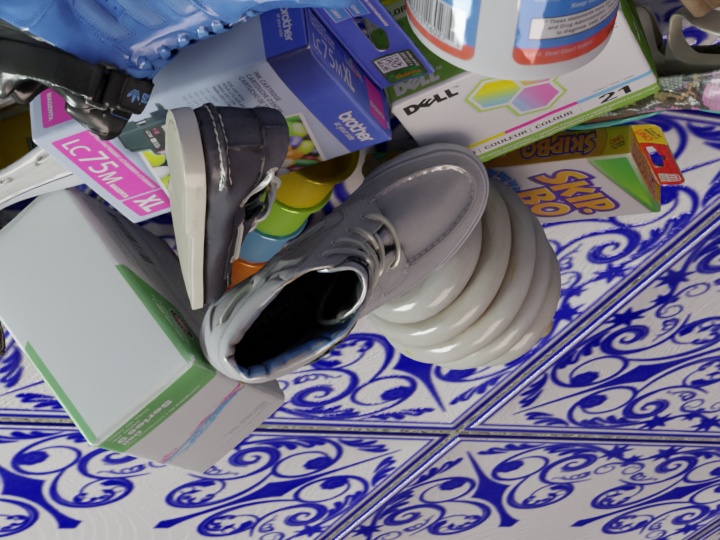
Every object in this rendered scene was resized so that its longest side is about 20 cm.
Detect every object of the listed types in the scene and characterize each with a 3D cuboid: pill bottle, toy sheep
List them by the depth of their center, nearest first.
[{"bbox_3d":[0.083,-0.203,0.949,0.111,0.113,0.201,-7,134,-14],"label":"pill bottle"},{"bbox_3d":[0.061,-0.001,1.254,0.137,0.139,0.199,-32,144,31],"label":"toy sheep"}]

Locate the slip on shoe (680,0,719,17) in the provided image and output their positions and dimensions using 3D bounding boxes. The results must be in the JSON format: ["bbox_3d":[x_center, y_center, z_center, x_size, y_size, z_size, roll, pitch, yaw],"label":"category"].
[{"bbox_3d":[0.161,-0.191,1.094,0.060,0.076,0.199,-38,153,27],"label":"slip on shoe"}]

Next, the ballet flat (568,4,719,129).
[{"bbox_3d":[0.195,-0.128,1.208,0.199,0.072,0.069,3,-147,44],"label":"ballet flat"}]

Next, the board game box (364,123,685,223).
[{"bbox_3d":[0.111,-0.059,1.308,0.198,0.030,0.096,-8,156,19],"label":"board game box"}]

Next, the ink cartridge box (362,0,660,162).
[{"bbox_3d":[0.072,-0.148,1.121,0.147,0.076,0.200,-22,154,13],"label":"ink cartridge box"}]

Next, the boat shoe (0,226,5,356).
[{"bbox_3d":[-0.254,0.006,1.256,0.072,0.073,0.200,-16,153,1],"label":"boat shoe"}]

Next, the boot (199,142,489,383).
[{"bbox_3d":[0.000,0.000,1.119,0.199,0.074,0.096,-38,-168,-6],"label":"boot"}]

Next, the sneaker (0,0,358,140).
[{"bbox_3d":[-0.097,-0.117,0.987,0.198,0.112,0.077,7,-179,5],"label":"sneaker"}]

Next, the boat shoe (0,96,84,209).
[{"bbox_3d":[-0.228,-0.067,1.128,0.200,0.075,0.086,-19,153,1],"label":"boat shoe"}]

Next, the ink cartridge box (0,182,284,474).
[{"bbox_3d":[-0.142,0.042,1.239,0.087,0.146,0.200,-41,164,6],"label":"ink cartridge box"}]

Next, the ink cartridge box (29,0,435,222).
[{"bbox_3d":[-0.067,-0.090,1.076,0.198,0.042,0.119,-19,153,16],"label":"ink cartridge box"}]

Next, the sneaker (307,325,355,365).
[{"bbox_3d":[-0.088,0.059,1.461,0.199,0.072,0.072,-29,-175,13],"label":"sneaker"}]

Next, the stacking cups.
[{"bbox_3d":[-0.064,-0.037,1.298,0.060,0.061,0.200,-1,155,-25],"label":"stacking cups"}]

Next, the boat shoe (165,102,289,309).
[{"bbox_3d":[-0.070,-0.033,1.062,0.062,0.073,0.200,-12,160,-9],"label":"boat shoe"}]

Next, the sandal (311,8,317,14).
[{"bbox_3d":[-0.014,-0.193,1.019,0.048,0.076,0.201,-33,170,-31],"label":"sandal"}]
